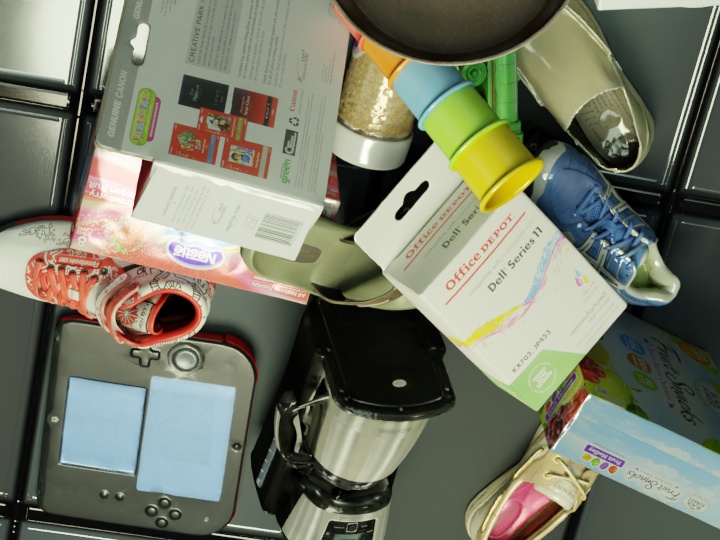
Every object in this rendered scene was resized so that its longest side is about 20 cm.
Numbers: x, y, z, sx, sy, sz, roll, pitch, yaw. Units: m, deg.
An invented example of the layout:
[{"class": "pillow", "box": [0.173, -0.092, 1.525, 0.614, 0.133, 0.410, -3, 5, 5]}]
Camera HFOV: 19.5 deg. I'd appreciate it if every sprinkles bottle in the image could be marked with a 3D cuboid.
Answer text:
[{"class": "sprinkles bottle", "box": [0.029, -0.180, 1.637, 0.068, 0.068, 0.201, 12, 116, -10]}]

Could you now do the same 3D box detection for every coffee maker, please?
[{"class": "coffee maker", "box": [-0.007, 0.114, 1.751, 0.134, 0.193, 0.200, 18, 133, -5]}]

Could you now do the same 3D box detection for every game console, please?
[{"class": "game console", "box": [-0.185, 0.137, 1.814, 0.176, 0.031, 0.201, 7, 117, -8]}]

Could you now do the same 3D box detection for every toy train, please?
[{"class": "toy train", "box": [0.100, -0.111, 1.638, 0.056, 0.042, 0.201, -7, 112, -15]}]

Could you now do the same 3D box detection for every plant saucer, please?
[{"class": "plant saucer", "box": [0.066, -0.240, 1.543, 0.199, 0.035, 0.201, 0, 75, 1]}]

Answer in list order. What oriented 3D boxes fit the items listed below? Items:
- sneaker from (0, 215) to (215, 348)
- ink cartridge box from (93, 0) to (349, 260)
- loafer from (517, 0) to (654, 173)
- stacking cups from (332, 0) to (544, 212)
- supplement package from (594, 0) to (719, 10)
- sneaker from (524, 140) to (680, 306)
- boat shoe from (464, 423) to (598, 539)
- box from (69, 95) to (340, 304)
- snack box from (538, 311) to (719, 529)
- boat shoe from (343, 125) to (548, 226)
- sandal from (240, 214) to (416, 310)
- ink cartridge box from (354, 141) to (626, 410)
[{"class": "sneaker", "box": [-0.218, 0.011, 1.699, 0.200, 0.108, 0.068, 4, 118, -6]}, {"class": "ink cartridge box", "box": [-0.108, -0.131, 1.575, 0.175, 0.201, 0.084, 15, 148, -11]}, {"class": "loafer", "box": [0.172, -0.155, 1.659, 0.076, 0.068, 0.200, -38, 114, 15]}, {"class": "stacking cups", "box": [0.056, -0.138, 1.561, 0.060, 0.060, 0.200, -41, 73, 17]}, {"class": "supplement package", "box": [0.238, -0.313, 1.533, 0.151, 0.151, 0.201, -3, 118, -3]}, {"class": "sneaker", "box": [0.197, -0.037, 1.687, 0.200, 0.077, 0.076, 44, 72, -45]}, {"class": "boat shoe", "box": [0.172, 0.186, 1.840, 0.074, 0.069, 0.200, 32, 112, -19]}, {"class": "box", "box": [-0.125, -0.057, 1.677, 0.199, 0.095, 0.103, 14, 117, -11]}, {"class": "snack box", "box": [0.226, 0.106, 1.727, 0.168, 0.200, 0.068, 26, 114, -15]}, {"class": "boat shoe", "box": [0.067, -0.062, 1.707, 0.199, 0.069, 0.057, -21, 113, 0]}, {"class": "sandal", "box": [-0.001, 0.001, 1.641, 0.200, 0.057, 0.080, 6, 119, -31]}, {"class": "ink cartridge box", "box": [0.101, 0.002, 1.619, 0.117, 0.067, 0.200, -49, 122, -4]}]
